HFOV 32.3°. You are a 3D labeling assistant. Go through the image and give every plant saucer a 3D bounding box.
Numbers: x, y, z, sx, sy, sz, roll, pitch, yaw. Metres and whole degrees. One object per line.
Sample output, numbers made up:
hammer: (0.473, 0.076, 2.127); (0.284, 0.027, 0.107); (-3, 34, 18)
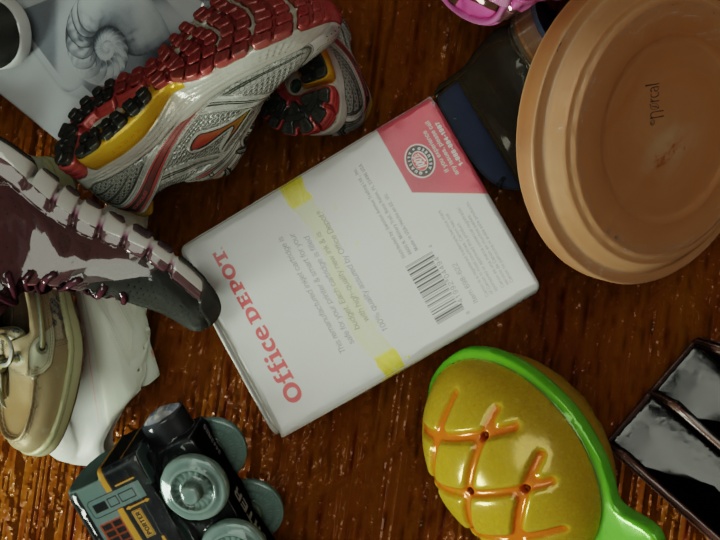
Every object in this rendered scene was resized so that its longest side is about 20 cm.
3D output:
plant saucer: (0.183, -0.089, 0.774); (0.199, 0.032, 0.202); (-9, 106, -31)

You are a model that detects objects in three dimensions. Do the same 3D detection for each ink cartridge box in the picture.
ink cartridge box: (0.000, 0.000, 0.844); (0.199, 0.083, 0.146); (-30, 85, 4)
ink cartridge box: (-0.189, -0.198, 0.853); (0.199, 0.041, 0.201); (37, 108, 13)

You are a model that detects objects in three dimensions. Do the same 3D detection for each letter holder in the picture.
letter holder: (0.268, 0.146, 0.784); (0.200, 0.142, 0.101); (42, 92, 5)

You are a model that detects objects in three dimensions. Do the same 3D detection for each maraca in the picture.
maraca: (0.116, 0.138, 0.808); (0.107, 0.137, 0.200); (-28, 72, -37)

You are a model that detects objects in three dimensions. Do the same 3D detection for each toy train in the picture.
toy train: (-0.108, 0.187, 0.839); (0.113, 0.085, 0.201); (-25, 104, 14)

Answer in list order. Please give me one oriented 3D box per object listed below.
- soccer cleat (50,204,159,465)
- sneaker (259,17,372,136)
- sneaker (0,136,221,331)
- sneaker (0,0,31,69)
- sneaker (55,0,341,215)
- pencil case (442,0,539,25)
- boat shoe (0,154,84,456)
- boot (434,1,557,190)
soccer cleat: (-0.171, 0.041, 0.871); (0.077, 0.069, 0.202); (17, 97, 1)
sneaker: (-0.057, -0.173, 0.867); (0.078, 0.082, 0.201); (-34, 69, 27)
sneaker: (-0.193, 0.010, 0.767); (0.199, 0.076, 0.116); (33, 72, -5)
sneaker: (-0.331, -0.159, 0.841); (0.198, 0.099, 0.071); (3, 104, 27)
sneaker: (-0.096, -0.110, 0.794); (0.199, 0.082, 0.078); (-32, 40, 14)
pencil case: (0.142, -0.200, 0.787); (0.199, 0.091, 0.094); (-13, 60, -30)
boat shoe: (-0.228, 0.022, 0.822); (0.073, 0.062, 0.202); (-10, 79, 40)
boot: (0.136, -0.076, 0.855); (0.097, 0.075, 0.201); (-28, 96, 29)
